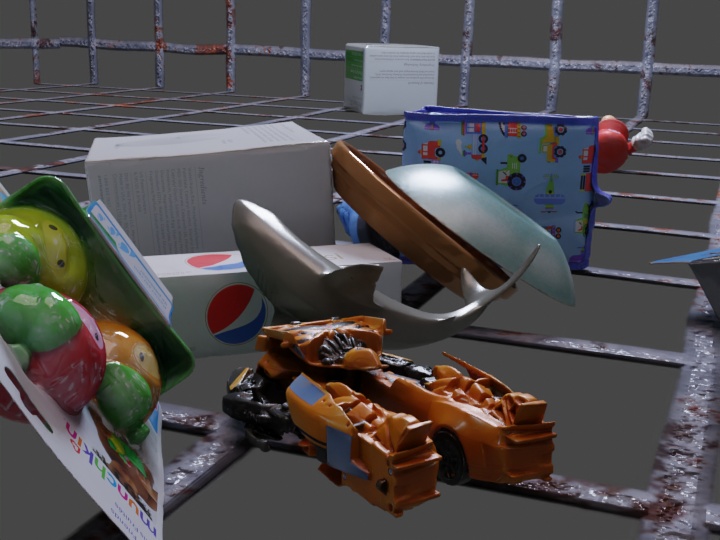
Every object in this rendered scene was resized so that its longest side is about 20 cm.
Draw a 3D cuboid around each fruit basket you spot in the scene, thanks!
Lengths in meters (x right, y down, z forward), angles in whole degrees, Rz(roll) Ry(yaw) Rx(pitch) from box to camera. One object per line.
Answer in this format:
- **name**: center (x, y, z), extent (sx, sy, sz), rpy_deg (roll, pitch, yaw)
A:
- **fruit basket**: center (-0.144, 0.031, 0.506), extent (0.094, 0.185, 0.200), rpy_deg (-35, 17, -5)

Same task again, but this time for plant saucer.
- **plant saucer**: center (0.114, -0.043, 0.888), extent (0.201, 0.039, 0.201), rpy_deg (35, 11, -7)
- **plant saucer**: center (0.048, -0.036, 0.884), extent (0.200, 0.037, 0.200), rpy_deg (38, 8, -7)

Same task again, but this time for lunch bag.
- **lunch bag**: center (0.145, -0.080, 1.013), extent (0.200, 0.151, 0.094), rpy_deg (6, 14, 16)

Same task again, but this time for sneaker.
- **sneaker**: center (0.007, -0.048, 1.068), extent (0.078, 0.066, 0.200), rpy_deg (-7, 11, 14)

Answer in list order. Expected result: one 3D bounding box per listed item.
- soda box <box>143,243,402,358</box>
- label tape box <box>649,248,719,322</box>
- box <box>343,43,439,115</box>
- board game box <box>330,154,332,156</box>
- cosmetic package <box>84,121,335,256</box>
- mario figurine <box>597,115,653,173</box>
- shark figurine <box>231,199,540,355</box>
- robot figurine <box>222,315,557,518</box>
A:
- **soda box**: center (-0.072, 0.021, 0.764), extent (0.200, 0.064, 0.068), rpy_deg (-5, 15, -22)
- **label tape box**: center (0.365, 0.008, 0.843), extent (0.144, 0.063, 0.200), rpy_deg (-9, 1, -35)
- **box**: center (0.075, -0.485, 2.601), extent (0.200, 0.172, 0.199), rpy_deg (-3, 15, -15)
- **board game box**: center (-0.154, -0.152, 1.511), extent (0.200, 0.034, 0.134), rpy_deg (4, 14, 11)
- **cosmetic package**: center (-0.136, -0.060, 0.931), extent (0.200, 0.123, 0.199), rpy_deg (-7, 14, -10)
- **mario figurine**: center (0.410, -0.226, 1.720), extent (0.123, 0.106, 0.200), rpy_deg (-32, 2, 8)
- **shark figurine**: center (0.017, 0.015, 0.694), extent (0.214, 0.090, 0.128), rpy_deg (12, 56, -14)
- **robot figurine**: center (0.009, 0.071, 0.578), extent (0.145, 0.058, 0.200), rpy_deg (-5, 16, -30)
